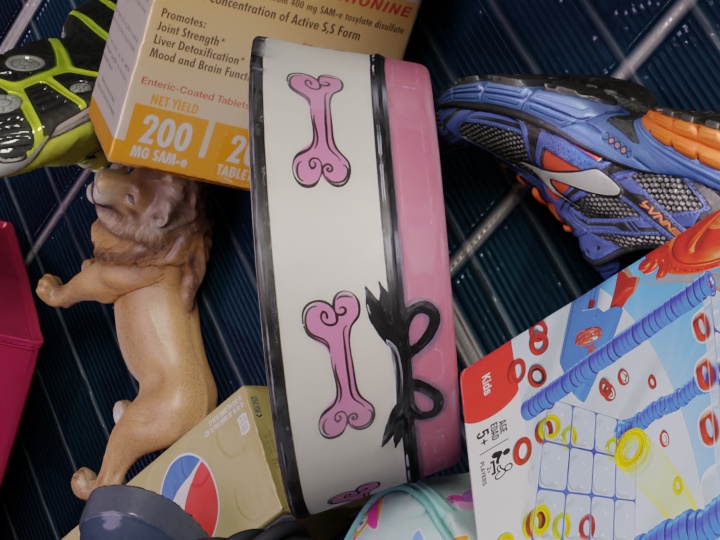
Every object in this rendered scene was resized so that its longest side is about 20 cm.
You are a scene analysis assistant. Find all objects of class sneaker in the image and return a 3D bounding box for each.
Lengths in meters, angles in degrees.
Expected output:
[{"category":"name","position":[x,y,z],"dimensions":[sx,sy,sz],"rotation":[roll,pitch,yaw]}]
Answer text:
[{"category":"sneaker","position":[-0.098,0.192,0.872],"dimensions":[0.070,0.082,0.201],"rotation":[4,131,19]},{"category":"sneaker","position":[0.099,-0.035,0.732],"dimensions":[0.200,0.075,0.079],"rotation":[23,108,49]},{"category":"sneaker","position":[-0.147,-0.081,0.949],"dimensions":[0.075,0.200,0.077],"rotation":[16,118,16]}]

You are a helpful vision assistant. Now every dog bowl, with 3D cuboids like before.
[{"category":"dog bowl","position":[0.000,0.000,0.755],"dimensions":[0.200,0.073,0.201],"rotation":[-4,-90,-89]}]

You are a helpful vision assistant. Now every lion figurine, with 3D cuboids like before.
[{"category":"lion figurine","position":[-0.112,0.037,0.981],"dimensions":[0.122,0.072,0.201],"rotation":[-16,90,39]}]

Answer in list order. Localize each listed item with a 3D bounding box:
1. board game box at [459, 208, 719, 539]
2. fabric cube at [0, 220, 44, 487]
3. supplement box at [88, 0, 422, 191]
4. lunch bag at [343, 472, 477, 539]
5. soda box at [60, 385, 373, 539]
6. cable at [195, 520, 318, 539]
[{"category":"board game box","position":[0.132,0.063,0.590],"dimensions":[0.196,0.056,0.200],"rotation":[-34,31,21]},{"category":"fabric cube","position":[-0.313,0.075,1.059],"dimensions":[0.196,0.199,0.200],"rotation":[-123,48,-63]},{"category":"supplement box","position":[-0.038,-0.140,0.841],"dimensions":[0.074,0.126,0.201],"rotation":[-125,49,-62]},{"category":"lunch bag","position":[0.051,0.199,0.768],"dimensions":[0.200,0.077,0.161],"rotation":[54,125,37]},{"category":"soda box","position":[-0.081,0.133,0.933],"dimensions":[0.200,0.064,0.068],"rotation":[-40,60,39]},{"category":"cable","position":[-0.072,0.211,0.846],"dimensions":[0.051,0.163,0.201],"rotation":[20,114,43]}]
